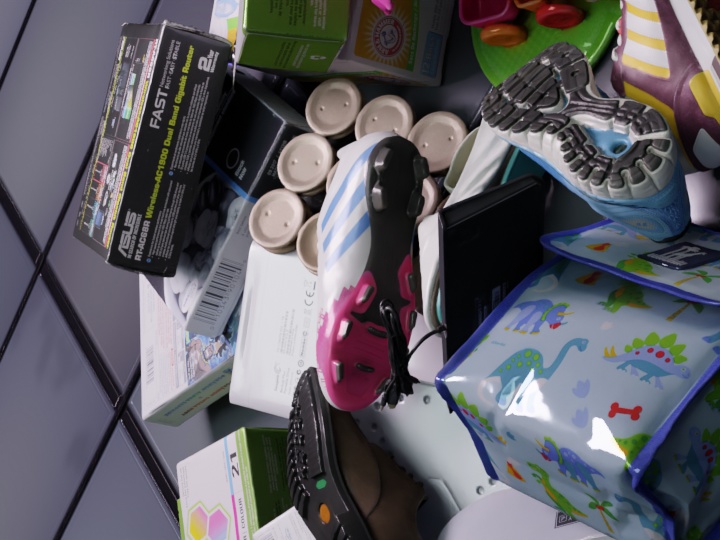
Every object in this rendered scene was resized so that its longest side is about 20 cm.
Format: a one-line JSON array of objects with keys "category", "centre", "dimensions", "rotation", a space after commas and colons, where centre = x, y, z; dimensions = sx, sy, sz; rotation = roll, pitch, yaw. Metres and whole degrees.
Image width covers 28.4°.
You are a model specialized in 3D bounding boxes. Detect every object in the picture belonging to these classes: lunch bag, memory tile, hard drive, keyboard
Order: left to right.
[{"category": "hard drive", "centre": [-0.005, 0.058, 1.091], "dimensions": [0.199, 0.027, 0.133], "rotation": [12, 96, 29]}, {"category": "memory tile", "centre": [0.018, -0.058, 1.077], "dimensions": [0.199, 0.017, 0.154], "rotation": [22, 82, 29]}, {"category": "keyboard", "centre": [0.062, 0.027, 0.911], "dimensions": [0.021, 0.126, 0.201], "rotation": [52, 160, 35]}, {"category": "lunch bag", "centre": [0.174, 0.050, 0.851], "dimensions": [0.200, 0.128, 0.169], "rotation": [-44, 38, -20]}]

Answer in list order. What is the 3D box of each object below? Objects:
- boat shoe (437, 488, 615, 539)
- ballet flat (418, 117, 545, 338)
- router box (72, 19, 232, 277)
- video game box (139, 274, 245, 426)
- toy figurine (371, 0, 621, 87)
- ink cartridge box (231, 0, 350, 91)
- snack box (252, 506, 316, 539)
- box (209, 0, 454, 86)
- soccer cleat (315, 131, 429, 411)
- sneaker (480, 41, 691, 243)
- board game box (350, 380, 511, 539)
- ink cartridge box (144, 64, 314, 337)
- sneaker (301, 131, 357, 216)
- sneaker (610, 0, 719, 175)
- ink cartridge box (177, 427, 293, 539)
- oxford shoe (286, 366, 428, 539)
[{"category": "boat shoe", "centre": [0.137, 0.176, 0.913], "dimensions": [0.199, 0.057, 0.069], "rotation": [-19, 34, 37]}, {"category": "ballet flat", "centre": [0.080, -0.042, 0.995], "dimensions": [0.069, 0.069, 0.201], "rotation": [3, 60, 49]}, {"category": "router box", "centre": [-0.178, -0.106, 1.193], "dimensions": [0.150, 0.062, 0.202], "rotation": [24, 101, 67]}, {"category": "video game box", "centre": [-0.135, 0.014, 1.278], "dimensions": [0.182, 0.047, 0.202], "rotation": [-36, 50, 43]}, {"category": "toy figurine", "centre": [0.087, -0.211, 0.966], "dimensions": [0.199, 0.183, 0.152], "rotation": [-8, 77, 48]}, {"category": "ink cartridge box", "centre": [-0.053, -0.223, 1.071], "dimensions": [0.200, 0.075, 0.149], "rotation": [146, 129, -81]}, {"category": "snack box", "centre": [-0.009, 0.263, 1.019], "dimensions": [0.072, 0.024, 0.201], "rotation": [-36, 68, 24]}, {"category": "box", "centre": [-0.025, -0.215, 1.162], "dimensions": [0.199, 0.101, 0.114], "rotation": [10, 91, 50]}, {"category": "soccer cleat", "centre": [0.000, 0.000, 1.026], "dimensions": [0.086, 0.069, 0.202], "rotation": [3, 80, 57]}, {"category": "sneaker", "centre": [0.144, -0.074, 0.907], "dimensions": [0.078, 0.090, 0.200], "rotation": [-36, 35, 3]}, {"category": "board game box", "centre": [0.055, 0.183, 1.015], "dimensions": [0.199, 0.026, 0.202], "rotation": [10, 92, 33]}, {"category": "ink cartridge box", "centre": [-0.133, -0.074, 1.241], "dimensions": [0.200, 0.043, 0.199], "rotation": [43, 111, 52]}, {"category": "sneaker", "centre": [-0.015, -0.017, 1.152], "dimensions": [0.079, 0.075, 0.202], "rotation": [14, 101, 37]}, {"category": "sneaker", "centre": [0.186, -0.158, 0.903], "dimensions": [0.090, 0.075, 0.201], "rotation": [-33, 73, 41]}, {"category": "ink cartridge box", "centre": [-0.117, 0.235, 1.200], "dimensions": [0.199, 0.075, 0.149], "rotation": [-31, 61, 41]}, {"category": "oxford shoe", "centre": [0.000, 0.154, 1.002], "dimensions": [0.073, 0.084, 0.201], "rotation": [117, 144, -43]}]
